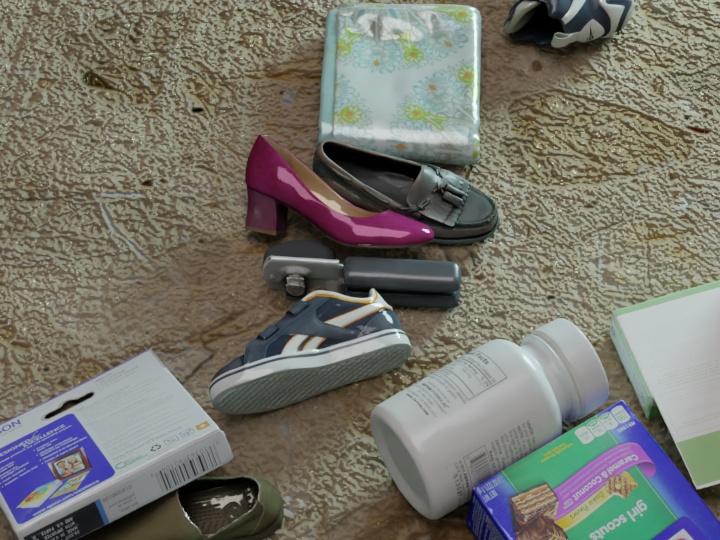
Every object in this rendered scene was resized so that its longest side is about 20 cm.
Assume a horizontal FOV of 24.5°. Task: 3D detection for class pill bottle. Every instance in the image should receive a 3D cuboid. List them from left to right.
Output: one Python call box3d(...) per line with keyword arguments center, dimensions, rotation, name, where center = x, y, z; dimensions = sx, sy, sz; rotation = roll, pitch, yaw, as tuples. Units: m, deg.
box3d(center=(0.118, 0.128, 1.493), dimensions=(0.199, 0.115, 0.115), rotation=(-28, 60, -16), name="pill bottle")

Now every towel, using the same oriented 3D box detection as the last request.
box3d(center=(0.043, -0.200, 1.751), dimensions=(0.169, 0.048, 0.202), rotation=(2, 57, 3), name="towel")

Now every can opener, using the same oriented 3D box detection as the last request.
box3d(center=(0.000, 0.000, 1.617), dimensions=(0.198, 0.053, 0.067), rotation=(6, 55, 5), name="can opener")

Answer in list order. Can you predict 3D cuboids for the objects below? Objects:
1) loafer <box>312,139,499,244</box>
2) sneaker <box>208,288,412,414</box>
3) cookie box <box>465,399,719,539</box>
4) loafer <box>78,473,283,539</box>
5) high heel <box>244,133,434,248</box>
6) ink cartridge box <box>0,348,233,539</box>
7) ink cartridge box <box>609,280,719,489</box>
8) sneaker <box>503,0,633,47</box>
box3d(center=(0.043, -0.080, 1.662), dimensions=(0.198, 0.063, 0.072), rotation=(15, 57, 11), name="loafer")
box3d(center=(-0.056, 0.073, 1.557), dimensions=(0.198, 0.079, 0.080), rotation=(-14, 61, -21), name="sneaker")
box3d(center=(0.216, 0.242, 1.440), dimensions=(0.170, 0.075, 0.201), rotation=(-27, 61, -17), name="cookie box")
box3d(center=(-0.167, 0.219, 1.468), dimensions=(0.198, 0.068, 0.076), rotation=(-18, 58, -10), name="loafer")
box3d(center=(-0.021, -0.076, 1.634), dimensions=(0.198, 0.067, 0.097), rotation=(7, 97, 10), name="high heel")
box3d(center=(-0.239, 0.162, 1.499), dimensions=(0.197, 0.044, 0.200), rotation=(-26, 28, -15), name="ink cartridge box")
box3d(center=(0.334, 0.108, 1.541), dimensions=(0.144, 0.048, 0.201), rotation=(-15, 58, -8), name="ink cartridge box")
box3d(center=(0.187, -0.314, 1.802), dimensions=(0.129, 0.080, 0.200), rotation=(-28, 70, -26), name="sneaker")
